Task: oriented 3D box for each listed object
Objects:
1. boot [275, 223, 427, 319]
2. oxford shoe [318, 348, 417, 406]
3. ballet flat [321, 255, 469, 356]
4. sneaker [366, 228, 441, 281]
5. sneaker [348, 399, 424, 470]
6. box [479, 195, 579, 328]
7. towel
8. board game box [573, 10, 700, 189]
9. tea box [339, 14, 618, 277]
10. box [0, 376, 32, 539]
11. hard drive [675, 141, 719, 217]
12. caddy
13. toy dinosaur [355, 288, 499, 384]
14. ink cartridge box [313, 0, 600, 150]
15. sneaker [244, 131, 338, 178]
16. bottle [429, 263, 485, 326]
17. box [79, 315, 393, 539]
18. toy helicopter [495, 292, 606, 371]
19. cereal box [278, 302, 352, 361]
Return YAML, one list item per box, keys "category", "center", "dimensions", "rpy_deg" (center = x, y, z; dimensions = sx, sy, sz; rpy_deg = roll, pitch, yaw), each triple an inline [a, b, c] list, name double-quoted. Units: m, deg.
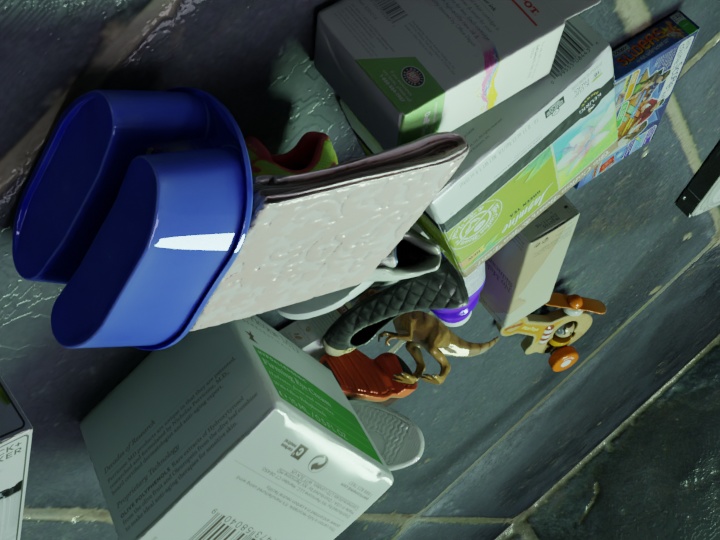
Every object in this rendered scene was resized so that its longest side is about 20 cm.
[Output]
- category: "boot"
  center: [0.000, 0.000, 1.179]
  dimensions: [0.199, 0.074, 0.096]
  rpy_deg: [-32, 156, -13]
- category: "oxford shoe"
  center: [-0.005, 0.135, 1.319]
  dimensions: [0.072, 0.072, 0.200]
  rpy_deg: [-39, 156, 18]
- category: "ballet flat"
  center: [0.028, 0.049, 1.190]
  dimensions: [0.066, 0.057, 0.199]
  rpy_deg: [-22, 171, -48]
- category: "sneaker"
  center: [-0.015, -0.021, 1.053]
  dimensions: [0.198, 0.087, 0.075]
  rpy_deg: [-5, 96, -31]
- category: "sneaker"
  center: [-0.017, 0.185, 1.283]
  dimensions: [0.198, 0.075, 0.118]
  rpy_deg: [2, 167, 16]
- category: "box"
  center: [0.187, -0.027, 1.390]
  dimensions: [0.077, 0.095, 0.201]
  rpy_deg: [-30, 153, -19]
- category: "towel"
  center: [-0.032, -0.029, 0.894]
  dimensions: [0.190, 0.032, 0.200]
  rpy_deg: [-16, 160, -33]
- category: "board game box"
  center: [0.309, -0.194, 1.350]
  dimensions: [0.135, 0.035, 0.201]
  rpy_deg: [-32, 155, -21]
- category: "tea box"
  center: [0.114, -0.131, 1.044]
  dimensions: [0.200, 0.134, 0.197]
  rpy_deg: [-40, 157, -1]
- category: "box"
  center: [-0.313, 0.146, 0.907]
  dimensions: [0.060, 0.117, 0.201]
  rpy_deg: [-23, 150, -34]
- category: "hard drive"
  center: [0.585, -0.176, 1.798]
  dimensions: [0.139, 0.038, 0.201]
  rpy_deg: [-20, 149, -40]
- category: "caddy"
  center: [-0.152, -0.034, 0.807]
  dimensions: [0.104, 0.142, 0.201]
  rpy_deg: [-4, 139, -49]
- category: "toy dinosaur"
  center: [0.087, 0.081, 1.327]
  dimensions: [0.199, 0.107, 0.060]
  rpy_deg: [26, 153, -22]
- category: "ink cartridge box"
  center: [0.076, -0.185, 0.911]
  dimensions: [0.199, 0.117, 0.067]
  rpy_deg: [-31, 158, -19]
- category: "sneaker"
  center: [-0.101, -0.062, 0.936]
  dimensions: [0.199, 0.078, 0.091]
  rpy_deg: [-20, 124, -29]
- category: "bottle"
  center: [0.105, 0.007, 1.357]
  dimensions: [0.083, 0.066, 0.200]
  rpy_deg: [-31, 156, -7]
- category: "box"
  center: [-0.118, 0.174, 1.111]
  dimensions: [0.200, 0.172, 0.199]
  rpy_deg: [-44, 134, 7]
- category: "toy helicopter"
  center: [0.280, 0.078, 1.744]
  dimensions: [0.199, 0.079, 0.132]
  rpy_deg: [9, 134, -45]
- category: "cereal box"
  center: [-0.094, 0.120, 1.287]
  dimensions: [0.199, 0.040, 0.144]
  rpy_deg: [-30, 154, -24]
